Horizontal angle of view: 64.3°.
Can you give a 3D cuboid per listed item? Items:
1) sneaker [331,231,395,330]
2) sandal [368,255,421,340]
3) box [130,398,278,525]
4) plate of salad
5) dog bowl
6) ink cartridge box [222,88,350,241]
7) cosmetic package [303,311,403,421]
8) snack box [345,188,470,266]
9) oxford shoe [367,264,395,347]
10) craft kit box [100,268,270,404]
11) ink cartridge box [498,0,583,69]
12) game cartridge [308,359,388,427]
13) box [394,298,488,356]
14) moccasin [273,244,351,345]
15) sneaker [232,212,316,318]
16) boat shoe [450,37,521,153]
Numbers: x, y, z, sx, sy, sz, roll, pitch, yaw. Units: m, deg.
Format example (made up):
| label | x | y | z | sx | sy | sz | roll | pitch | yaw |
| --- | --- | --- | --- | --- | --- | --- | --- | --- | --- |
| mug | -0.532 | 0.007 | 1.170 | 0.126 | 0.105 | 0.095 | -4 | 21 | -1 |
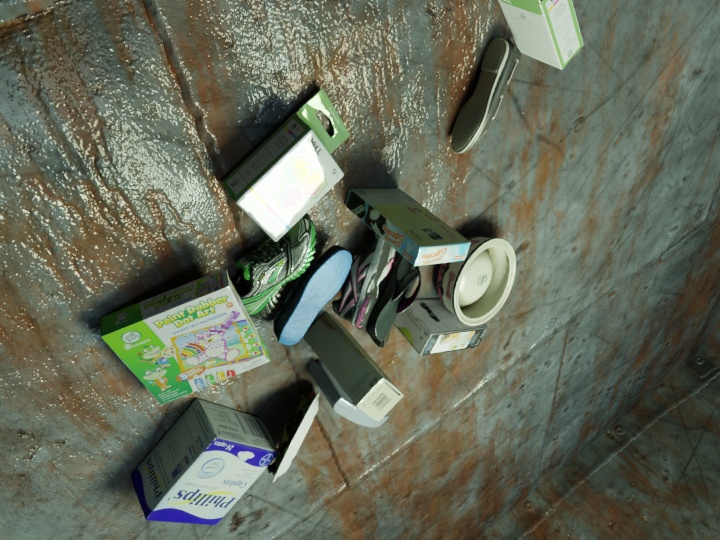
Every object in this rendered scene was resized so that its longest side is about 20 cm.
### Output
| label | x | y | z | sx | sy | sz | roll | pitch | yaw |
| --- | --- | --- | --- | --- | --- | --- | --- | --- | --- |
| sneaker | 0.000 | 0.000 | 1.050 | 0.203 | 0.085 | 0.080 | -70 | 161 | -3 |
| sandal | 0.081 | 0.046 | 1.088 | 0.203 | 0.047 | 0.076 | -63 | 144 | -23 |
| box | -0.291 | 0.368 | 1.084 | 0.201 | 0.105 | 0.183 | -48 | 140 | 5 |
| plate of salad | -0.140 | 0.338 | 1.183 | 0.203 | 0.047 | 0.200 | -62 | 177 | -6 |
| dog bowl | 0.250 | 0.016 | 1.255 | 0.198 | 0.073 | 0.204 | -18 | 120 | -33 |
| ink cartridge box | -0.093 | -0.152 | 0.839 | 0.200 | 0.059 | 0.104 | -44 | 140 | -1 |
| cosmetic package | -0.016 | 0.180 | 1.089 | 0.071 | 0.200 | 0.105 | -44 | 142 | -1 |
| snack box | 0.075 | -0.078 | 0.949 | 0.115 | 0.200 | 0.038 | -6 | 126 | -36 |
| oxford shoe | 0.055 | 0.076 | 1.164 | 0.083 | 0.073 | 0.203 | -24 | 137 | -29 |
| craft kit box | -0.265 | 0.110 | 0.899 | 0.197 | 0.049 | 0.199 | -22 | 134 | -4 |
| ink cartridge box | 0.279 | -0.423 | 0.911 | 0.059 | 0.104 | 0.200 | -47 | 140 | 4 |
| game cartridge | -0.020 | 0.266 | 1.211 | 0.041 | 0.133 | 0.199 | -48 | 140 | 5 |
| box | 0.178 | 0.121 | 1.276 | 0.198 | 0.117 | 0.061 | -1 | 126 | -42 |
| moccasin | -0.096 | 0.033 | 1.002 | 0.201 | 0.068 | 0.080 | -51 | 133 | 4 |
| sneaker | -0.143 | -0.011 | 0.913 | 0.085 | 0.078 | 0.201 | 24 | 106 | -48 |
| boat shoe | 0.223 | -0.297 | 0.999 | 0.056 | 0.067 | 0.203 | 4 | 117 | -37 |
